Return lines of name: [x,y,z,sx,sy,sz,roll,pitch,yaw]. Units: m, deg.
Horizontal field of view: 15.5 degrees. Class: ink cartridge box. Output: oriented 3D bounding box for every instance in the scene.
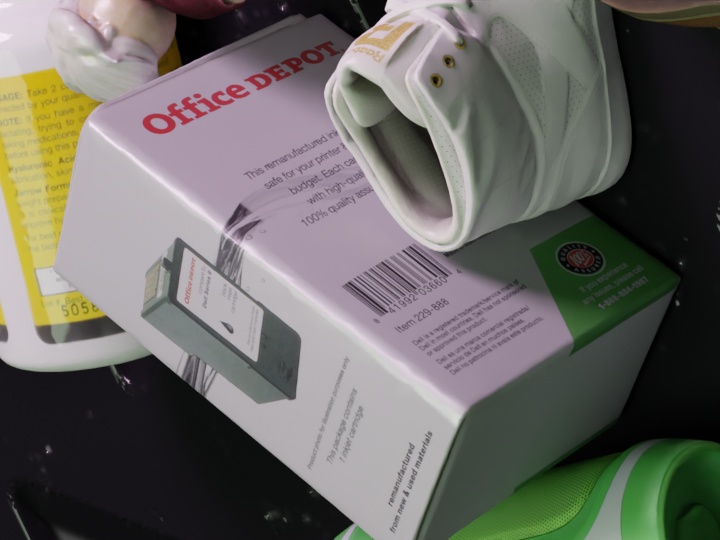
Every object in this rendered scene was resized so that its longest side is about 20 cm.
ink cartridge box: [0.000,0.000,1.040,0.200,0.146,0.084,38,132,23]

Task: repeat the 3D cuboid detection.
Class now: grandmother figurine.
grandmother figurine: [-0.059,-0.146,1.035,0.200,0.060,0.121,-53,37,23]

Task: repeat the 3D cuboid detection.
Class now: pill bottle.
pill bottle: [-0.128,-0.066,1.148,0.111,0.111,0.201,3,112,41]

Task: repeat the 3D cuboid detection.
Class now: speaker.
speaker: [0.072,0.123,1.075,0.200,0.088,0.089,-19,96,45]

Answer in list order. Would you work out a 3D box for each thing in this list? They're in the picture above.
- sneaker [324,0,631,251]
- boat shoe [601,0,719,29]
sneaker: [0.035,-0.109,0.978,0.074,0.115,0.201,-4,106,45]
boat shoe: [0.148,-0.106,0.903,0.200,0.068,0.072,20,88,54]
